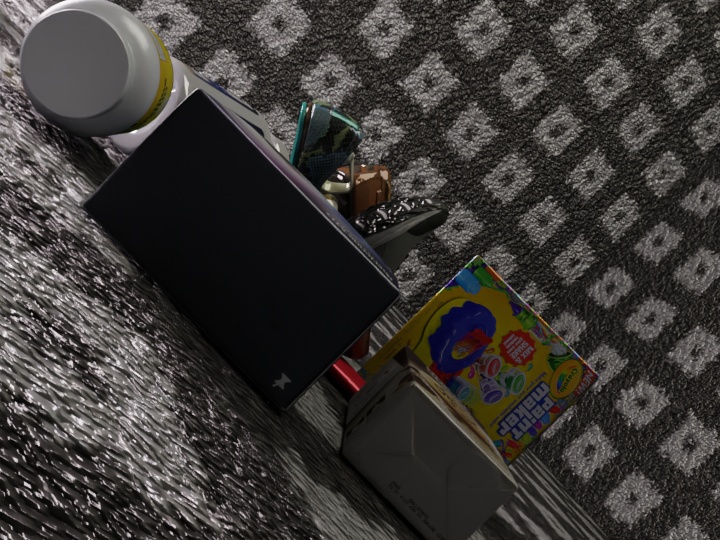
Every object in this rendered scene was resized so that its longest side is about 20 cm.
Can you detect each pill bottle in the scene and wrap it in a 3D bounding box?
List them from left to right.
[{"bbox_3d":[-0.224,-0.171,0.781,0.112,0.112,0.200,46,3,-11],"label":"pill bottle"},{"bbox_3d":[-0.168,-0.145,1.001,0.111,0.111,0.200,47,12,34],"label":"pill bottle"}]

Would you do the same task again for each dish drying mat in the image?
[{"bbox_3d":[-0.014,0.109,0.919,0.200,0.018,0.077,47,2,8],"label":"dish drying mat"}]

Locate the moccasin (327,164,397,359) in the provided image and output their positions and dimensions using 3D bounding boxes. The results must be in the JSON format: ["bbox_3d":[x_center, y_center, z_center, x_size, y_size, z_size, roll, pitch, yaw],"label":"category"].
[{"bbox_3d":[0.002,-0.007,0.932,0.078,0.202,0.074,-6,13,-30],"label":"moccasin"}]

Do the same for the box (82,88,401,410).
[{"bbox_3d":[-0.075,-0.017,0.704,0.200,0.123,0.198,45,3,-1],"label":"box"}]

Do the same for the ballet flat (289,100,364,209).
[{"bbox_3d":[-0.045,-0.073,0.853,0.074,0.074,0.200,46,-34,13],"label":"ballet flat"}]

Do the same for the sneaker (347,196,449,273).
[{"bbox_3d":[0.000,0.000,0.853,0.079,0.200,0.074,54,0,-20],"label":"sneaker"}]

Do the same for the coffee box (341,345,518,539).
[{"bbox_3d":[0.052,0.140,0.763,0.113,0.080,0.200,45,2,-2],"label":"coffee box"}]

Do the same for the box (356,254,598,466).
[{"bbox_3d":[0.137,0.126,1.065,0.193,0.200,0.122,46,2,15],"label":"box"}]
